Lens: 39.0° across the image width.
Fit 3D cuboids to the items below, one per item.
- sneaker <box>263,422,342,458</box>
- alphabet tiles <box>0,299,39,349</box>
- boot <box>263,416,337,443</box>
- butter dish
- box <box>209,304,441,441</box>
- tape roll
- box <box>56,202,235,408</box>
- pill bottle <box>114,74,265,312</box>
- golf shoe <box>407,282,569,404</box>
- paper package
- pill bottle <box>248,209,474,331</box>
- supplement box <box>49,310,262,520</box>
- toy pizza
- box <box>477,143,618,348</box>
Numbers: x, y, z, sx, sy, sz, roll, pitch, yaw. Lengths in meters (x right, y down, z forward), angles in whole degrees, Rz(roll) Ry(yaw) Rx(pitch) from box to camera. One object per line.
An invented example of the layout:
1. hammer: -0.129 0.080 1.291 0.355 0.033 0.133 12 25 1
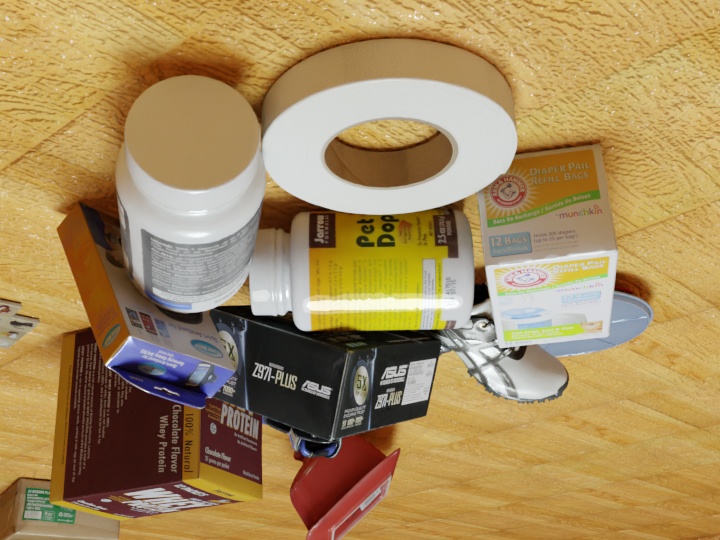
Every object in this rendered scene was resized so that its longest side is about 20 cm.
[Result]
1. sneaker: -0.080 0.194 1.334 0.080 0.116 0.199 17 151 -33
2. alphabet tiles: -0.470 0.052 1.127 0.199 0.006 0.166 16 149 -34
3. boot: -0.033 0.144 1.211 0.199 0.133 0.070 14 150 -32
4. butter dish: -0.048 0.331 1.621 0.199 0.148 0.200 -39 161 -19
5. box: -0.036 0.093 1.016 0.163 0.087 0.199 15 -173 30
6. tape roll: 0.022 -0.104 0.789 0.200 0.037 0.203 -1 155 -1
7. box: -0.185 0.032 0.886 0.042 0.200 0.119 -48 138 15
8. pill bottle: -0.132 -0.055 0.790 0.113 0.115 0.200 2 155 -10
9. golf shoe: 0.139 0.070 1.071 0.199 0.078 0.095 26 140 -2
10. paper package: -0.567 0.466 1.907 0.198 0.104 0.190 13 150 -28
11. pill bottle: 0.000 0.000 0.926 0.198 0.110 0.109 -1 156 -2
12. supplement box: -0.230 0.169 1.169 0.198 0.199 0.133 -13 154 22
13. toy pizza: 0.231 0.053 1.156 0.198 0.032 0.201 -1 157 -1
14. box: 0.167 -0.016 0.915 0.111 0.102 0.200 -6 155 8
